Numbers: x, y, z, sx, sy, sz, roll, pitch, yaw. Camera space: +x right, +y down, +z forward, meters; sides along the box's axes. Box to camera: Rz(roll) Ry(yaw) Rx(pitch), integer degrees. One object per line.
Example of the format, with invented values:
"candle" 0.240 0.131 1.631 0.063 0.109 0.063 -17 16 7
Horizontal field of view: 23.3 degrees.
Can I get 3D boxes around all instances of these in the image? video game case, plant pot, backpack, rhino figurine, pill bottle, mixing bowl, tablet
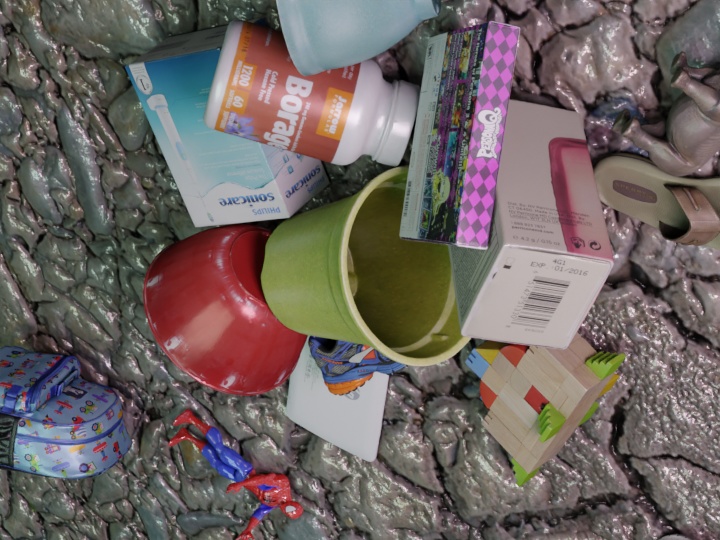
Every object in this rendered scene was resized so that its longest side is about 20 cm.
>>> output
"video game case" 0.088 -0.122 1.610 0.181 0.036 0.201 -171 89 -75
"plant pot" 0.003 -0.286 1.605 0.134 0.200 0.201 -5 120 11
"backpack" -0.401 0.190 2.268 0.199 0.183 0.135 10 110 16
"rhino figurine" 0.309 -0.153 1.530 0.087 0.060 0.200 32 137 -11
"plant pot" 0.000 0.000 1.805 0.184 0.200 0.201 -5 117 49
"pill bottle" -0.047 -0.170 1.726 0.199 0.112 0.112 15 134 -6
"mixing bowl" -0.125 0.025 1.908 0.200 0.200 0.108 47 135 0
"tablet" -0.027 0.127 2.037 0.130 0.014 0.200 26 133 21

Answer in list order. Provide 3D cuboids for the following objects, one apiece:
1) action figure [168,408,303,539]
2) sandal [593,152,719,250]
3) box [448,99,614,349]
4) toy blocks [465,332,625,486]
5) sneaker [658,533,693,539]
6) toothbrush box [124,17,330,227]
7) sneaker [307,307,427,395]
"action figure" -0.168 0.267 2.193 0.200 0.099 0.065 30 136 14
"sandal" 0.299 -0.051 1.615 0.200 0.057 0.080 16 129 29
"box" 0.150 -0.045 1.620 0.109 0.200 0.128 8 136 -14
"toy blocks" 0.174 0.111 1.822 0.137 0.100 0.200 46 138 19
"sneaker" 0.306 0.351 1.881 0.075 0.087 0.200 48 136 2
"toothbrush box" -0.142 -0.155 1.871 0.146 0.085 0.200 -5 115 40
"sneaker" 0.014 0.072 1.906 0.200 0.075 0.078 -30 107 38
